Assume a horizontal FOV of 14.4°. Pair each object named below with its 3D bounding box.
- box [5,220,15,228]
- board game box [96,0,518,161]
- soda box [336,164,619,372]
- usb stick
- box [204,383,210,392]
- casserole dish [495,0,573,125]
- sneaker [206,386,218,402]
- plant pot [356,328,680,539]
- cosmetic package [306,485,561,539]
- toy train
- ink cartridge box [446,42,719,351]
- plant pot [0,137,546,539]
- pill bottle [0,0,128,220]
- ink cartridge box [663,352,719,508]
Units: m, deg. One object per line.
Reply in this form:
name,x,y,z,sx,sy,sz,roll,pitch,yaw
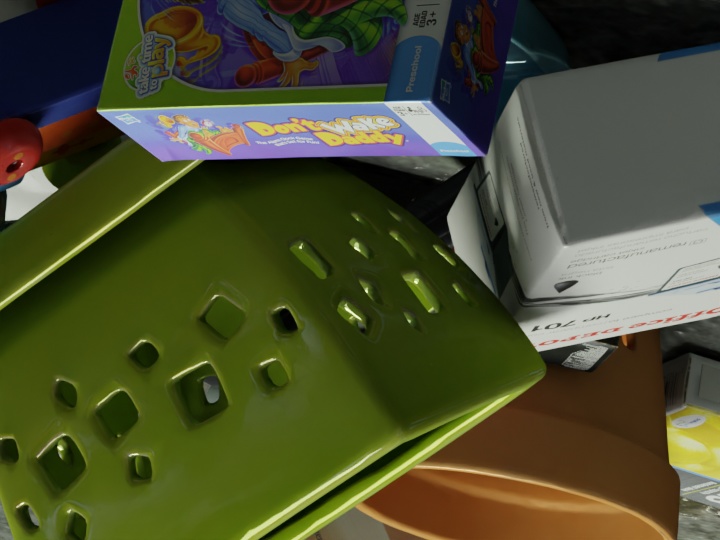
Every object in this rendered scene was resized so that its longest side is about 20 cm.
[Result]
box,-0.169,-0.015,1.491,0.200,0.158,0.051,-3,123,12
board game box,-0.005,-0.138,0.998,0.134,0.200,0.045,0,158,31
soda box,0.046,-0.003,1.574,0.200,0.071,0.063,13,161,-6
usb stick,0.000,0.000,1.471,0.033,0.200,0.055,61,153,-10
box,-0.203,0.045,1.601,0.200,0.109,0.128,16,159,33
casserole dish,0.012,-0.106,1.343,0.200,0.039,0.121,3,160,28
sneaker,-0.033,0.081,1.847,0.200,0.084,0.121,10,168,-21
plant pot,0.099,0.082,1.686,0.200,0.140,0.200,11,161,4
cosmetic package,0.054,0.159,1.813,0.200,0.103,0.087,-25,161,-4
toy train,-0.115,-0.078,1.291,0.200,0.085,0.116,-23,153,-25
ink cartridge box,0.133,-0.033,1.343,0.146,0.086,0.200,-11,164,-11
plant pot,-0.064,0.034,1.291,0.200,0.182,0.199,-34,172,22
pill bottle,-0.205,-0.081,1.426,0.200,0.116,0.116,-2,158,33
ink cartridge box,0.253,0.115,1.845,0.200,0.047,0.198,19,160,-16
